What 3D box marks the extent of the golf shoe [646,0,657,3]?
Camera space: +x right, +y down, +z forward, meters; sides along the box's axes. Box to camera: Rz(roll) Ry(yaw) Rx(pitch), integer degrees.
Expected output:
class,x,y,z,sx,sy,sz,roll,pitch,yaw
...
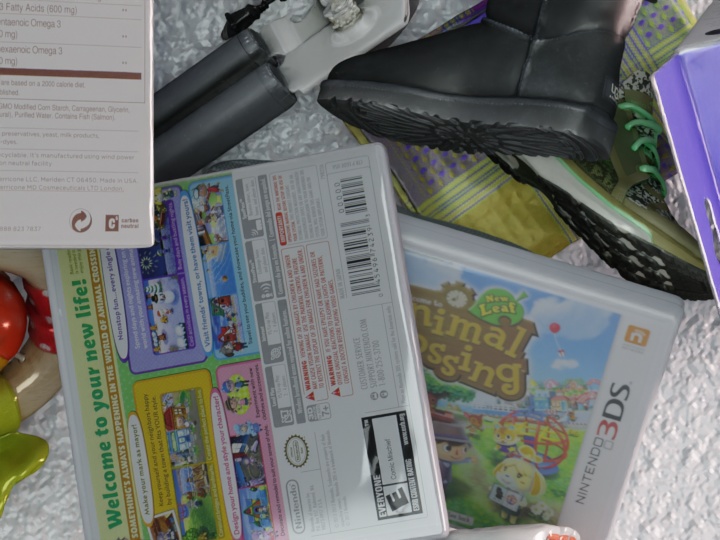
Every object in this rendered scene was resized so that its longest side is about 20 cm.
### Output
class,x,y,z,sx,sy,sz,roll,pitch,yaw
golf shoe,0.172,-0.243,1.312,0.088,0.077,0.200,33,75,25

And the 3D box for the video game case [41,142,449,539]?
class,x,y,z,sx,sy,sz,roll,pitch,yaw
video game case,-0.060,0.049,1.213,0.182,0.022,0.201,-10,84,7

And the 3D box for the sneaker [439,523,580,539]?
class,x,y,z,sx,sy,sz,roll,pitch,yaw
sneaker,0.080,0.187,1.267,0.077,0.200,0.082,-4,67,5

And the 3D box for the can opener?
class,x,y,z,sx,sy,sz,roll,pitch,yaw
can opener,-0.053,-0.099,1.320,0.200,0.066,0.053,-32,55,6

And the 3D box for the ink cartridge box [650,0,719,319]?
class,x,y,z,sx,sy,sz,roll,pitch,yaw
ink cartridge box,0.213,-0.037,1.253,0.043,0.200,0.199,-12,104,23

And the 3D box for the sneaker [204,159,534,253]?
class,x,y,z,sx,sy,sz,roll,pitch,yaw
sneaker,0.000,0.000,1.318,0.200,0.073,0.071,22,118,14

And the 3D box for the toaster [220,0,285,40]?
class,x,y,z,sx,sy,sz,roll,pitch,yaw
toaster,-0.027,-0.230,1.258,0.200,0.181,0.119,-35,88,1

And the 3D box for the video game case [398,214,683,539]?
class,x,y,z,sx,sy,sz,roll,pitch,yaw
video game case,0.053,0.062,1.285,0.200,0.022,0.182,17,126,6

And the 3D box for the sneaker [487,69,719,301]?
class,x,y,z,sx,sy,sz,roll,pitch,yaw
sneaker,0.132,-0.067,1.271,0.089,0.077,0.200,-44,66,-5

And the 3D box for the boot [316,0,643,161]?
class,x,y,z,sx,sy,sz,roll,pitch,yaw
boot,0.077,-0.162,1.249,0.164,0.066,0.200,9,77,23

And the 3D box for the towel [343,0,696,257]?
class,x,y,z,sx,sy,sz,roll,pitch,yaw
towel,0.103,-0.088,1.346,0.200,0.023,0.144,-31,93,0

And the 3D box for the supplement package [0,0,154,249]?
class,x,y,z,sx,sy,sz,roll,pitch,yaw
supplement package,-0.170,-0.110,1.144,0.117,0.117,0.201,0,90,-25

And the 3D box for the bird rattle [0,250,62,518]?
class,x,y,z,sx,sy,sz,roll,pitch,yaw
bird rattle,-0.185,0.037,1.274,0.200,0.113,0.163,-41,137,11
